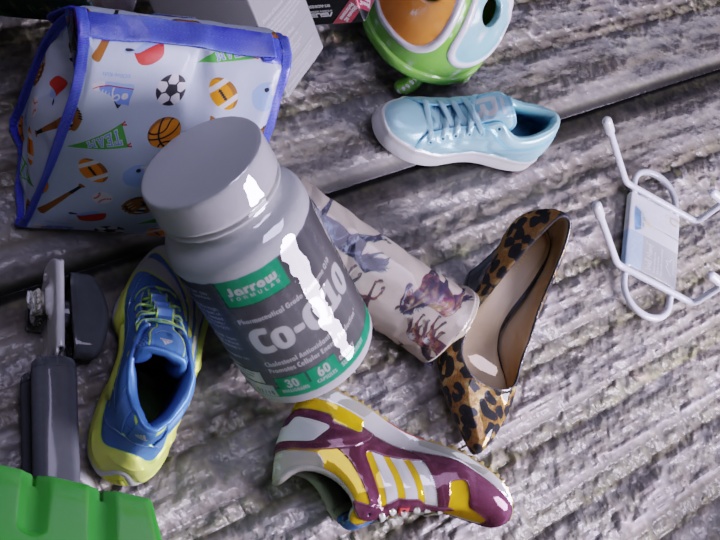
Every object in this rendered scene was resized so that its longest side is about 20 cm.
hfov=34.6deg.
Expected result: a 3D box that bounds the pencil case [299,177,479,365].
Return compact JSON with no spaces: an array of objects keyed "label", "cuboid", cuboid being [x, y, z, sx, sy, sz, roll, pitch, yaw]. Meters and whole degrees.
[{"label":"pencil case","cuboid":[0.000,0.000,0.978,0.199,0.089,0.078,32,77,-10]}]

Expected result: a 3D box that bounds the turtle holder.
[{"label":"turtle holder","cuboid":[0.097,-0.264,1.146,0.184,0.132,0.142,1,62,-30]}]

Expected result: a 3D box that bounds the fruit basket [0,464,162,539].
[{"label":"fruit basket","cuboid":[-0.218,0.230,0.678,0.214,0.156,0.217,21,36,-16]}]

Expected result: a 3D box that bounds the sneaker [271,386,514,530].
[{"label":"sneaker","cuboid":[0.024,0.172,0.900,0.198,0.075,0.091,27,60,-7]}]

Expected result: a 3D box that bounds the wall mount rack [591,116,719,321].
[{"label":"wall mount rack","cuboid":[0.295,-0.057,1.189,0.172,0.075,0.202,26,52,-15]}]

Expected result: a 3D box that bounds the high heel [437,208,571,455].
[{"label":"high heel","cuboid":[0.129,0.046,0.983,0.071,0.143,0.202,21,54,-18]}]

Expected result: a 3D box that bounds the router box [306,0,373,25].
[{"label":"router box","cuboid":[-0.046,-0.312,1.090,0.148,0.062,0.201,1,49,23]}]

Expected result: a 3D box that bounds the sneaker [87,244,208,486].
[{"label":"sneaker","cuboid":[-0.140,0.053,0.843,0.075,0.105,0.202,19,55,-20]}]

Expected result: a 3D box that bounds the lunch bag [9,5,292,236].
[{"label":"lunch bag","cuboid":[-0.161,-0.122,0.873,0.168,0.200,0.125,0,62,-30]}]

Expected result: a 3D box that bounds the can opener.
[{"label":"can opener","cuboid":[-0.209,0.083,0.817,0.066,0.053,0.202,10,58,-26]}]

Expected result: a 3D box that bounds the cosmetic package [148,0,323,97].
[{"label":"cosmetic package","cuboid":[-0.120,-0.248,0.970,0.091,0.106,0.201,-61,139,-39]}]

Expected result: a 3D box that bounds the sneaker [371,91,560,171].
[{"label":"sneaker","cuboid":[0.107,-0.150,1.127,0.198,0.082,0.075,0,62,-31]}]

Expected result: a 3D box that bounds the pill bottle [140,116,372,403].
[{"label":"pill bottle","cuboid":[-0.075,-0.006,0.852,0.201,0.112,0.114,62,37,-39]}]

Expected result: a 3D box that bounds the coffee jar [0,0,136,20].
[{"label":"coffee jar","cuboid":[-0.276,-0.239,0.887,0.197,0.104,0.087,7,95,11]}]
